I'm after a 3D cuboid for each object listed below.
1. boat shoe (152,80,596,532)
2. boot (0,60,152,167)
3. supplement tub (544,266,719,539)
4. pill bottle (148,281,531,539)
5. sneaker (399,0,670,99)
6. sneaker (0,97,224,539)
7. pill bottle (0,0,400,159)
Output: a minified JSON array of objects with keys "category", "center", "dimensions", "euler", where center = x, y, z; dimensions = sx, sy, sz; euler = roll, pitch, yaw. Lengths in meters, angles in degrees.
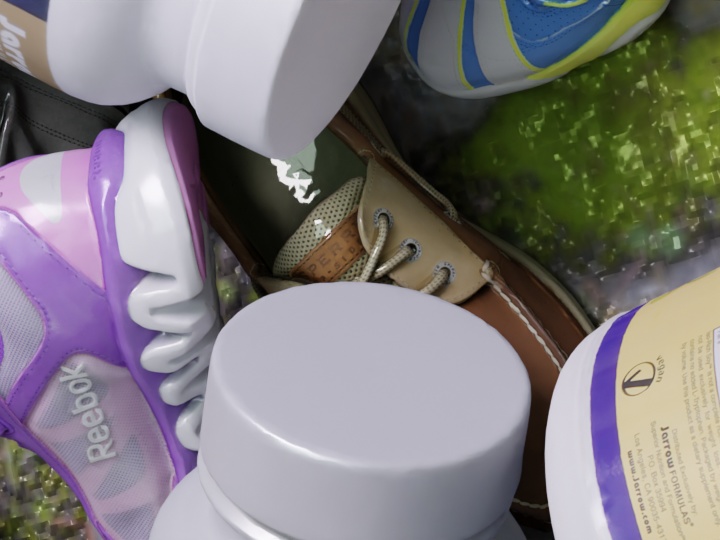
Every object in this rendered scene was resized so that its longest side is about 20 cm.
[{"category":"boat shoe","center":[0.000,0.000,0.793],"dimensions":[0.076,0.074,0.200],"euler":[-49,67,12]},{"category":"boot","center":[-0.118,-0.023,0.836],"dimensions":[0.067,0.130,0.201],"euler":[-5,89,30]},{"category":"supplement tub","center":[0.163,0.044,0.657],"dimensions":[0.199,0.145,0.146],"euler":[-27,77,29]},{"category":"pill bottle","center":[-0.008,0.110,0.747],"dimensions":[0.114,0.114,0.201],"euler":[27,127,28]},{"category":"sneaker","center":[0.069,-0.122,0.734],"dimensions":[0.200,0.105,0.076],"euler":[-40,71,25]},{"category":"sneaker","center":[-0.083,0.036,0.793],"dimensions":[0.088,0.201,0.081],"euler":[-8,42,-2]},{"category":"pill bottle","center":[-0.086,-0.116,0.718],"dimensions":[0.199,0.116,0.116],"euler":[28,106,14]}]
